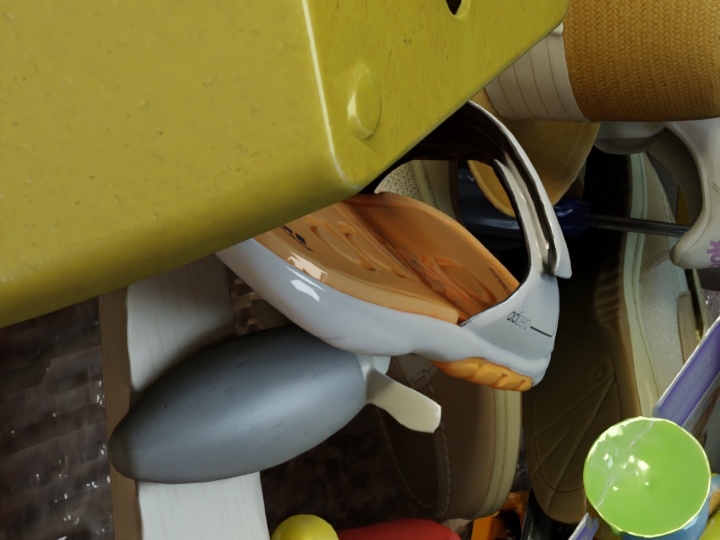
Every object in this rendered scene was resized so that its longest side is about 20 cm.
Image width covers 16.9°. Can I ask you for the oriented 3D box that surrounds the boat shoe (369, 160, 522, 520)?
[{"bbox_3d":[0.000,0.000,0.779,0.064,0.071,0.201,-26,118,-23],"label":"boat shoe"}]

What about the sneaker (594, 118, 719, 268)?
[{"bbox_3d":[0.118,-0.096,0.857,0.075,0.099,0.201,82,-9,-79],"label":"sneaker"}]

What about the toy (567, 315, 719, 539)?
[{"bbox_3d":[0.099,0.105,0.754,0.115,0.047,0.200,-53,154,-17],"label":"toy"}]

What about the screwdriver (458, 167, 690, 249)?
[{"bbox_3d":[0.096,-0.017,0.880,0.199,0.029,0.028,5,95,-27],"label":"screwdriver"}]

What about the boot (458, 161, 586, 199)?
[{"bbox_3d":[0.042,-0.129,0.849,0.200,0.072,0.156,48,47,-56],"label":"boot"}]

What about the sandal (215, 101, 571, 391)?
[{"bbox_3d":[0.019,-0.014,0.639,0.059,0.079,0.207,-51,165,10],"label":"sandal"}]

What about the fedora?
[{"bbox_3d":[0.088,-0.109,0.741,0.200,0.081,0.202,10,90,-70],"label":"fedora"}]

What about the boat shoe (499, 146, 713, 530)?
[{"bbox_3d":[0.099,0.026,0.914,0.066,0.074,0.201,33,39,-29],"label":"boat shoe"}]

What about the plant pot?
[{"bbox_3d":[-0.065,-0.097,0.510,0.200,0.175,0.201,-42,125,-58],"label":"plant pot"}]

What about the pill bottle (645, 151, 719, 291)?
[{"bbox_3d":[0.154,-0.073,1.000,0.200,0.111,0.113,80,20,-61],"label":"pill bottle"}]

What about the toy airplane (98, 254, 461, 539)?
[{"bbox_3d":[-0.025,0.114,0.620,0.200,0.140,0.200,55,41,-46],"label":"toy airplane"}]

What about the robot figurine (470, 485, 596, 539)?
[{"bbox_3d":[0.078,0.166,0.927,0.145,0.058,0.202,3,86,-64],"label":"robot figurine"}]
